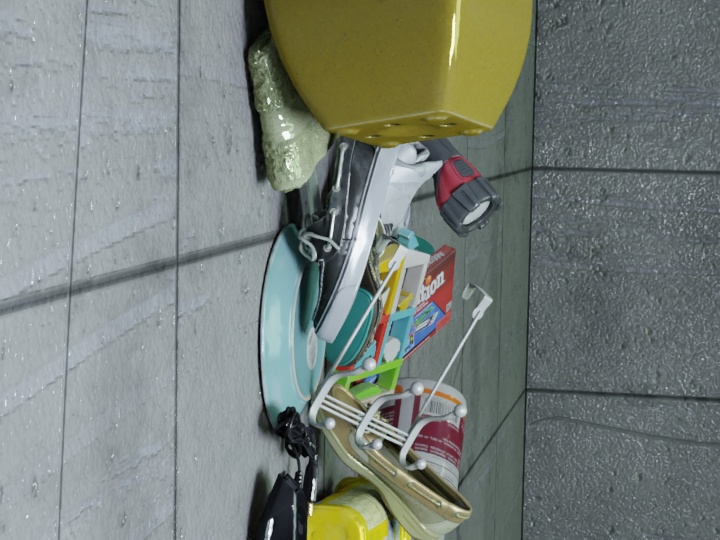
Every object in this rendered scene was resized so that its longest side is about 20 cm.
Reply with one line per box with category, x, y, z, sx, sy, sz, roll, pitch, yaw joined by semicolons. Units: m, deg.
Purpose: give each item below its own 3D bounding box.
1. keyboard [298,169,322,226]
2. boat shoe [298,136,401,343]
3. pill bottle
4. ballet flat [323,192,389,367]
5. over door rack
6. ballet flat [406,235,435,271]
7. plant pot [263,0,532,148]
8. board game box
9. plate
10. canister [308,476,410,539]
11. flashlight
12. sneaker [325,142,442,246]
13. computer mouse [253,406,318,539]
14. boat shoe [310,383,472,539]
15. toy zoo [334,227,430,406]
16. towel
keyboard;-0.056;-0.128;1.547;0.056;0.011;0.200;-76;160;-64
boat shoe;-0.022;-0.034;1.509;0.074;0.068;0.200;-80;-174;-74
pill bottle;0.061;0.238;1.942;0.114;0.114;0.200;73;23;-58
ballet flat;0.000;0.000;1.636;0.075;0.068;0.200;-38;137;-47
over door rack;0.048;0.083;1.594;0.148;0.067;0.200;30;80;-40
ballet flat;0.036;0.002;1.937;0.064;0.076;0.200;-59;171;17
plant pot;0.036;-0.214;1.401;0.195;0.194;0.200;10;75;-63
board game box;0.045;0.059;1.852;0.200;0.019;0.103;-39;140;-43
plate;-0.058;0.055;1.558;0.200;0.026;0.200;1;90;-78
canister;-0.010;0.296;1.688;0.200;0.086;0.149;0;92;-77
flashlight;0.072;-0.128;1.805;0.200;0.068;0.068;50;4;24
sneaker;0.037;-0.083;1.754;0.115;0.075;0.200;-49;163;3
computer mouse;-0.070;0.230;1.504;0.140;0.046;0.200;58;31;-76
boat shoe;0.030;0.187;1.675;0.201;0.063;0.073;52;25;1
toy zoo;0.022;0.050;1.753;0.131;0.020;0.200;-12;119;-61
towel;-0.048;-0.170;1.483;0.200;0.036;0.149;-56;142;-57
